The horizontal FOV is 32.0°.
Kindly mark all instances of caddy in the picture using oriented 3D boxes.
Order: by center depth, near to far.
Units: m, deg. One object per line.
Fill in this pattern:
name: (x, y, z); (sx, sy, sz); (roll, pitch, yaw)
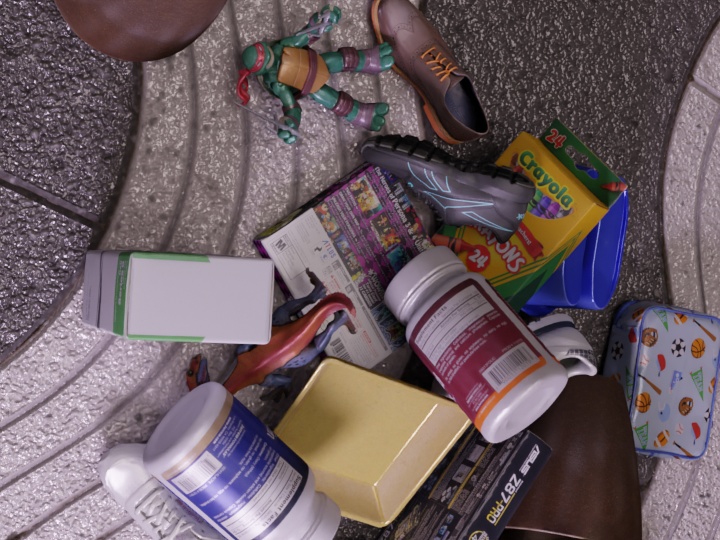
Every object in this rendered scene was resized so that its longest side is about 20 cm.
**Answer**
caddy: (0.240, -0.042, 1.501); (0.141, 0.104, 0.202); (9, 91, -49)

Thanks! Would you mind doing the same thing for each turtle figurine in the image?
turtle figurine: (-0.056, -0.215, 1.350); (0.199, 0.100, 0.151); (6, 107, -40)

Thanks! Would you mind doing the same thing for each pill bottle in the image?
pill bottle: (-0.120, 0.221, 1.305); (0.200, 0.116, 0.116); (45, 76, -18)
pill bottle: (0.120, 0.076, 1.359); (0.114, 0.115, 0.200); (-31, 65, -19)

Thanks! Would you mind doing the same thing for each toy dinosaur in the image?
toy dinosaur: (-0.105, 0.077, 1.327); (0.181, 0.200, 0.105); (-36, 81, -11)

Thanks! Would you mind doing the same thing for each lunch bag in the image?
lunch bag: (0.387, 0.145, 1.600); (0.159, 0.075, 0.202); (11, 89, -27)

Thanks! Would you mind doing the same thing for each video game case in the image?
video game case: (0.000, 0.000, 1.427); (0.181, 0.036, 0.201); (-36, 108, -18)

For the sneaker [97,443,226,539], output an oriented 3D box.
sneaker: (-0.193, 0.257, 1.323); (0.075, 0.100, 0.200); (-45, 111, 3)

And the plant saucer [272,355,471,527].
plant saucer: (-0.006, 0.182, 1.396); (0.199, 0.049, 0.201); (21, 120, -25)

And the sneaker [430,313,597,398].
sneaker: (0.178, 0.122, 1.473); (0.199, 0.081, 0.077); (-24, 143, -4)

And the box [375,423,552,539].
box: (0.113, 0.261, 1.434); (0.049, 0.161, 0.201); (39, 77, -23)

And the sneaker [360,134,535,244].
sneaker: (0.090, -0.091, 1.382); (0.198, 0.075, 0.080); (20, 112, 7)

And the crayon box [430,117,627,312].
crayon box: (0.188, -0.064, 1.418); (0.200, 0.127, 0.051); (-51, 153, 16)

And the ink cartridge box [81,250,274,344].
ink cartridge box: (-0.188, 0.023, 1.254); (0.145, 0.200, 0.085); (3, 91, -25)

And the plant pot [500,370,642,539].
plant pot: (0.257, 0.230, 1.504); (0.186, 0.187, 0.202); (20, 70, -25)

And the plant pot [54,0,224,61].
plant pot: (-0.194, -0.304, 1.218); (0.185, 0.200, 0.189); (-3, 97, -24)

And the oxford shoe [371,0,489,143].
oxford shoe: (0.086, -0.235, 1.426); (0.071, 0.073, 0.201); (-42, 110, -15)
